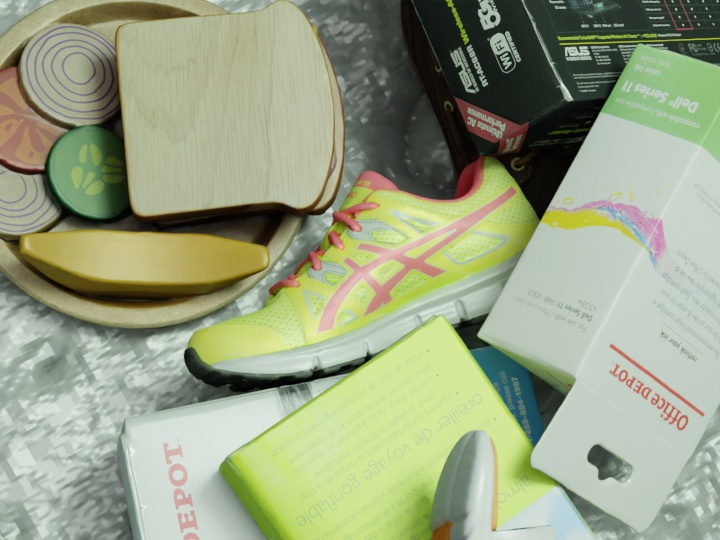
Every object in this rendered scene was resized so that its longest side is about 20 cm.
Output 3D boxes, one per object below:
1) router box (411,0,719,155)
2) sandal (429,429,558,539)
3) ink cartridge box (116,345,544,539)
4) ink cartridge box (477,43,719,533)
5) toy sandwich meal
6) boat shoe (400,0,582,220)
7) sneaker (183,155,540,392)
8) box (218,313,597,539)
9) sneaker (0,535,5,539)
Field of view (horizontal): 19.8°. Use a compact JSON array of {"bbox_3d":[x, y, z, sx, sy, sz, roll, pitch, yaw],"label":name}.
[{"bbox_3d":[0.108,-0.143,1.044,0.200,0.062,0.150,-9,73,-50],"label":"router box"},{"bbox_3d":[0.064,0.170,0.871,0.059,0.079,0.207,-1,89,-9],"label":"sandal"},{"bbox_3d":[-0.008,0.129,0.995,0.200,0.084,0.145,-10,79,-12],"label":"ink cartridge box"},{"bbox_3d":[0.133,0.010,0.971,0.067,0.117,0.200,24,83,43],"label":"ink cartridge box"},{"bbox_3d":[-0.105,-0.065,1.040,0.205,0.070,0.205,2,75,-8],"label":"toy sandwich meal"},{"bbox_3d":[0.077,-0.076,1.073,0.070,0.070,0.200,-27,82,-14],"label":"boat shoe"},{"bbox_3d":[0.000,0.000,1.019,0.200,0.078,0.090,-20,90,-20],"label":"sneaker"},{"bbox_3d":[0.042,0.135,0.933,0.122,0.048,0.200,-34,86,-14],"label":"box"},{"bbox_3d":[-0.202,0.124,0.978,0.200,0.072,0.073,38,46,-5],"label":"sneaker"}]
